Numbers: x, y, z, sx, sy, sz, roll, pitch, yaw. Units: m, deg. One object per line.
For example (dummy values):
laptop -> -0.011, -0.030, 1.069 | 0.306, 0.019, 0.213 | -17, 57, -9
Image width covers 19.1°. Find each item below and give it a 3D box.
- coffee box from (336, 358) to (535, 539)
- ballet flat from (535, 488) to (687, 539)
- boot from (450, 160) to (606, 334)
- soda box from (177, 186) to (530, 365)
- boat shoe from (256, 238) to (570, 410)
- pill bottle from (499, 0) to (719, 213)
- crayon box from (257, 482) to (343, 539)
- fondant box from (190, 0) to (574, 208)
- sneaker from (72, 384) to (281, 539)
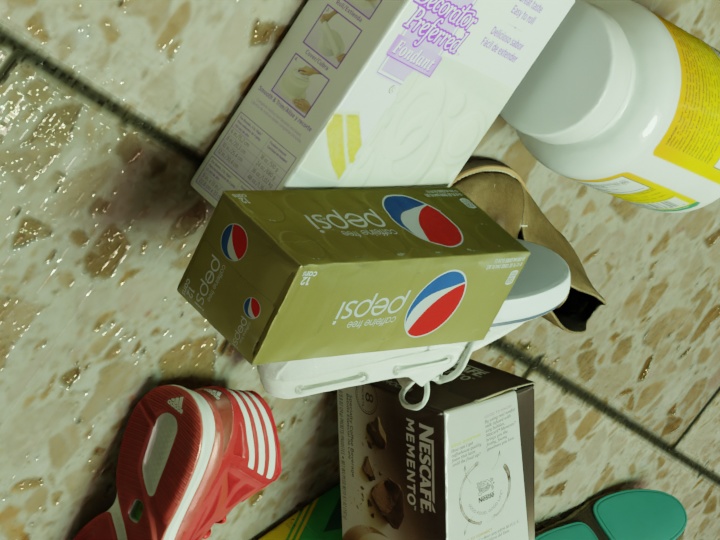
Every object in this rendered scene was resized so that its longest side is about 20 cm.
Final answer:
coffee box -> 0.050, 0.161, 1.387 | 0.079, 0.113, 0.202 | -14, 111, -36
ballet flat -> 0.189, 0.234, 1.789 | 0.199, 0.068, 0.072 | -17, 157, -43
boot -> 0.103, -0.012, 1.380 | 0.074, 0.075, 0.200 | -49, 148, 8
soda box -> 0.000, 0.000, 1.150 | 0.199, 0.068, 0.064 | -5, 129, -50
boat shoe -> 0.032, 0.042, 1.299 | 0.201, 0.075, 0.087 | -14, 130, -19
pill bottle -> 0.159, -0.105, 1.315 | 0.113, 0.113, 0.200 | -57, 149, 12
crayon box -> -0.006, 0.231, 1.520 | 0.172, 0.058, 0.201 | -32, 144, -27
fondant box -> 0.015, -0.099, 1.183 | 0.201, 0.058, 0.144 | -57, 149, 9
sneaker -> -0.105, 0.159, 1.291 | 0.115, 0.078, 0.201 | 0, 125, -51
